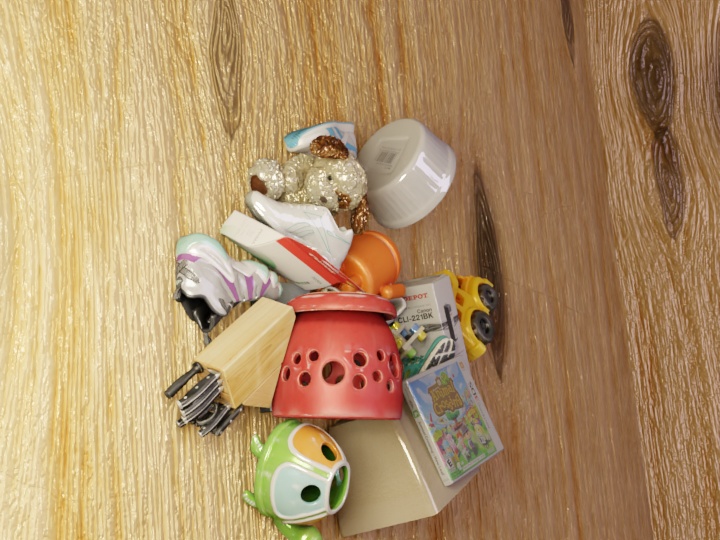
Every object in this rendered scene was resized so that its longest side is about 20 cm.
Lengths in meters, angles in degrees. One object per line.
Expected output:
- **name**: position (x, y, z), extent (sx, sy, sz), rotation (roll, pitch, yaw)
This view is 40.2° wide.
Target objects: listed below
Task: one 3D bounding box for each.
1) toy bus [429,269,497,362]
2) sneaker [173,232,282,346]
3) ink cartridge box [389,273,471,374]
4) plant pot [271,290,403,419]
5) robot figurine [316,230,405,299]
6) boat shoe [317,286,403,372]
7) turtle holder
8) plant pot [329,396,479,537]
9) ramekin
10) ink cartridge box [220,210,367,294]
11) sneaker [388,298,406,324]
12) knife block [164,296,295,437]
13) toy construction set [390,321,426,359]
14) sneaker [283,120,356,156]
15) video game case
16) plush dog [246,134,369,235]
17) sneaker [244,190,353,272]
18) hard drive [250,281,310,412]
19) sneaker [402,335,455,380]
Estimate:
- **toy bus**: position (0.175, 0.070, 2.034), extent (0.192, 0.135, 0.202), rotation (42, 42, -25)
- **sneaker**: position (-0.198, 0.047, 1.430), extent (0.198, 0.077, 0.143), rotation (28, 58, -41)
- **ink cartridge box**: position (0.113, 0.121, 1.871), extent (0.083, 0.142, 0.204), rotation (-20, 98, -59)
- **plant pot**: position (-0.035, 0.133, 1.481), extent (0.199, 0.197, 0.187), rotation (16, 71, -57)
- **robot figurine**: position (0.001, 0.001, 1.727), extent (0.200, 0.141, 0.119), rotation (-37, 120, -54)
- **boat shoe**: position (0.000, 0.105, 1.610), extent (0.200, 0.063, 0.071), rotation (44, 47, -4)
- **turtle holder**: position (-0.091, 0.321, 1.455), extent (0.141, 0.130, 0.189), rotation (30, 75, -63)
- **plant pot**: position (0.056, 0.315, 1.683), extent (0.199, 0.198, 0.180), rotation (-21, 89, -59)
- **ramekin**: position (0.075, -0.190, 1.860), extent (0.098, 0.198, 0.203), rotation (41, 47, -36)
- **ink cartridge box**: position (-0.100, -0.011, 1.499), extent (0.051, 0.199, 0.161), rotation (-56, 139, -5)
- **sneaker**: position (0.007, 0.082, 1.757), extent (0.199, 0.079, 0.078), rotation (-25, 97, -58)
- **knife block**: position (-0.186, 0.129, 1.366), extent (0.175, 0.063, 0.204), rotation (20, 86, -56)
- **toy construction set**: position (0.027, 0.162, 1.729), extent (0.093, 0.131, 0.199), rotation (52, 34, 16)
- **sneaker**: position (-0.063, -0.218, 1.743), extent (0.199, 0.075, 0.083), rotation (-14, 95, -58)
- **video game case**: position (0.160, 0.251, 1.681), extent (0.199, 0.022, 0.185), rotation (-14, 77, -55)
- **plush dog**: position (-0.064, -0.136, 1.616), extent (0.202, 0.169, 0.161), rotation (61, 34, -27)
- **sneaker**: position (-0.095, -0.077, 1.541), extent (0.199, 0.070, 0.081), rotation (34, 87, -29)
- **hard drive**: position (-0.121, 0.121, 1.576), extent (0.139, 0.032, 0.205), rotation (7, 75, -59)
- **sneaker**: position (0.101, 0.189, 1.801), extent (0.077, 0.201, 0.080), rotation (-1, 44, -45)
